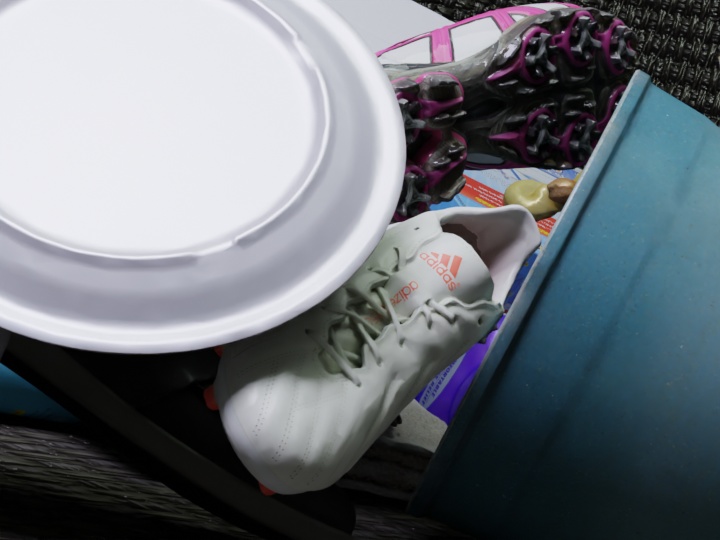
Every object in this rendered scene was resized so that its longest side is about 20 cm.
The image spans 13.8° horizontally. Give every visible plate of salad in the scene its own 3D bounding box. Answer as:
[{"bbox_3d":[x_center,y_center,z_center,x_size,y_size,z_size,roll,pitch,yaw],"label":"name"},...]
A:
[{"bbox_3d":[-0.083,-0.044,1.064,0.199,0.201,0.048,13,-40,2],"label":"plate of salad"}]

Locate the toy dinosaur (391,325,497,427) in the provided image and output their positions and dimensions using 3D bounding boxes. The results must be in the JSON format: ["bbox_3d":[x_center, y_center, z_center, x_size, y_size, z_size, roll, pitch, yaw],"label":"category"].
[{"bbox_3d":[0.000,0.000,1.282,0.077,0.103,0.200,20,18,-38],"label":"toy dinosaur"}]

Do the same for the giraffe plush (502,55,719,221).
[{"bbox_3d":[0.166,-0.009,1.455,0.172,0.201,0.162,-28,-13,37],"label":"giraffe plush"}]

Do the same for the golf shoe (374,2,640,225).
[{"bbox_3d":[0.037,-0.075,1.258,0.199,0.073,0.092,-18,24,-42],"label":"golf shoe"}]

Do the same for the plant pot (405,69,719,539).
[{"bbox_3d":[0.145,0.053,1.188,0.187,0.201,0.200,29,5,3],"label":"plant pot"}]

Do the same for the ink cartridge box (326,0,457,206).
[{"bbox_3d":[-0.054,-0.053,1.392,0.146,0.200,0.086,26,42,-18],"label":"ink cartridge box"}]

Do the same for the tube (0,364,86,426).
[{"bbox_3d":[-0.099,0.052,1.336,0.199,0.051,0.077,15,8,-36],"label":"tube"}]

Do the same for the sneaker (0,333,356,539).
[{"bbox_3d":[-0.066,0.017,1.108,0.200,0.106,0.075,36,-11,0],"label":"sneaker"}]

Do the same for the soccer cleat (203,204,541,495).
[{"bbox_3d":[0.006,0.019,1.086,0.077,0.069,0.200,-28,7,28],"label":"soccer cleat"}]

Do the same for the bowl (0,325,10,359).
[{"bbox_3d":[-0.244,0.025,1.023,0.199,0.075,0.199,8,6,-41],"label":"bowl"}]

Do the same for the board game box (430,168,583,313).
[{"bbox_3d":[0.089,-0.015,1.631,0.199,0.056,0.196,25,19,-31],"label":"board game box"}]

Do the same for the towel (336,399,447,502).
[{"bbox_3d":[-0.044,0.046,1.312,0.199,0.035,0.133,16,22,-43],"label":"towel"}]

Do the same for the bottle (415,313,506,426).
[{"bbox_3d":[0.057,0.061,1.417,0.065,0.084,0.200,33,0,-20],"label":"bottle"}]
